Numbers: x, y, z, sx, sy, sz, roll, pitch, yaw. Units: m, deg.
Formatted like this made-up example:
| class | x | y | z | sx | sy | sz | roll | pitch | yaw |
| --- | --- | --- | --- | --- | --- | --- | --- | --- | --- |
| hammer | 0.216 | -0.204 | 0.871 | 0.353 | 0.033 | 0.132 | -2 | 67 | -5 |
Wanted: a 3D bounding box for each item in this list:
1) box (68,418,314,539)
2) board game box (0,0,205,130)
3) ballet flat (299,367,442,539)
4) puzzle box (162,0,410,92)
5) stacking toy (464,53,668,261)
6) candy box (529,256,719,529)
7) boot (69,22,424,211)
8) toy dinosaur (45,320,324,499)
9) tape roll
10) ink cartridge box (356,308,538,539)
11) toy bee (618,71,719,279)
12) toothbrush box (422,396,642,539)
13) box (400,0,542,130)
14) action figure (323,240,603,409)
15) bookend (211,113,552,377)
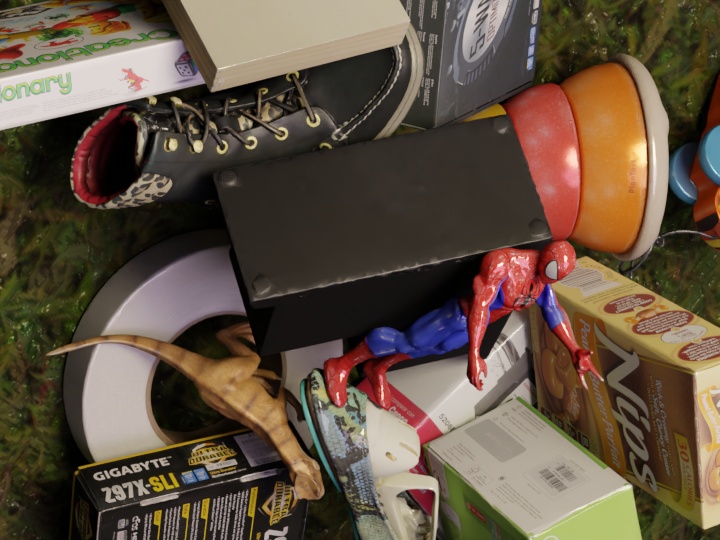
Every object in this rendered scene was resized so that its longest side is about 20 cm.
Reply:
| class | x | y | z | sx | sy | sz | roll | pitch | yaw |
| --- | --- | --- | --- | --- | --- | --- | --- | --- | --- |
| box | -0.122 | 0.205 | 1.650 | 0.159 | 0.049 | 0.200 | -13 | 133 | -26 |
| board game box | -0.195 | -0.127 | 1.448 | 0.200 | 0.126 | 0.035 | -16 | 117 | -26 |
| ballet flat | 0.015 | 0.136 | 1.612 | 0.074 | 0.074 | 0.200 | -34 | 135 | -15 |
| puzzle box | -0.071 | -0.206 | 1.461 | 0.133 | 0.200 | 0.025 | -16 | 153 | -24 |
| stacking toy | 0.105 | -0.077 | 1.674 | 0.200 | 0.146 | 0.146 | -2 | 112 | -12 |
| candy box | 0.188 | 0.078 | 1.600 | 0.055 | 0.200 | 0.116 | -18 | 116 | -23 |
| boot | -0.071 | -0.093 | 1.495 | 0.203 | 0.074 | 0.154 | -34 | 161 | 36 |
| toy dinosaur | -0.093 | 0.071 | 1.581 | 0.200 | 0.106 | 0.060 | 34 | 118 | 3 |
| tape roll | -0.106 | 0.071 | 1.643 | 0.202 | 0.037 | 0.203 | -13 | 116 | -27 |
| ink cartridge box | 0.103 | 0.093 | 1.740 | 0.200 | 0.083 | 0.145 | -44 | 125 | -7 |
| toy bee | 0.276 | -0.055 | 1.766 | 0.109 | 0.131 | 0.200 | 34 | 88 | -11 |
| toothbrush box | 0.130 | 0.212 | 1.658 | 0.086 | 0.146 | 0.200 | -24 | 121 | -19 |
| box | 0.074 | -0.206 | 1.583 | 0.160 | 0.043 | 0.200 | -29 | 129 | -58 |
| action figure | 0.070 | 0.054 | 1.495 | 0.065 | 0.099 | 0.200 | 2 | 149 | -45 |
| bookend | 0.000 | 0.000 | 1.564 | 0.198 | 0.092 | 0.200 | -12 | 158 | -14 |
